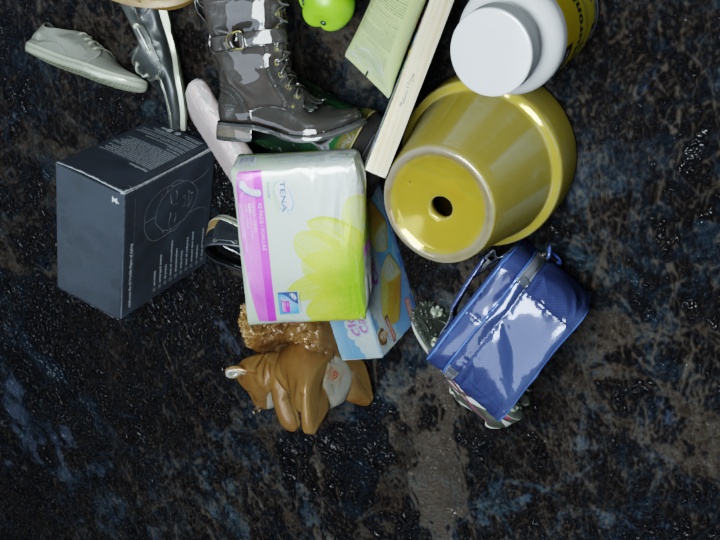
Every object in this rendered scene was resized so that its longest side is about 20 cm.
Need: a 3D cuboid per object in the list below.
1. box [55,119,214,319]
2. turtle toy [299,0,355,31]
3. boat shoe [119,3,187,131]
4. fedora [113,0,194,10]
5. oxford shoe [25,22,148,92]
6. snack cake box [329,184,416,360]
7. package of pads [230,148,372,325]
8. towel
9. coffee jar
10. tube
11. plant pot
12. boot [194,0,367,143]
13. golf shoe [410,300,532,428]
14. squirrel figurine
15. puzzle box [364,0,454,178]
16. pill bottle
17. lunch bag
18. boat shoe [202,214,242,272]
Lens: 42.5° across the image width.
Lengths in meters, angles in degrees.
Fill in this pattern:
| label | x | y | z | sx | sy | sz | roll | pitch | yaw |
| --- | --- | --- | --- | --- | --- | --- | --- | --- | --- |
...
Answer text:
| label | x | y | z | sx | sy | sz | roll | pitch | yaw |
| --- | --- | --- | --- | --- | --- | --- | --- | --- | --- |
| box | -0.313 | -0.075 | 1.294 | 0.123 | 0.197 | 0.202 | 22 | 123 | 18 |
| turtle toy | 0.005 | -0.352 | 1.024 | 0.146 | 0.101 | 0.200 | 45 | 128 | 3 |
| boat shoe | -0.273 | -0.283 | 1.232 | 0.067 | 0.072 | 0.203 | -14 | 105 | -5 |
| fedora | -0.251 | -0.386 | 1.147 | 0.199 | 0.202 | 0.082 | 31 | 162 | 13 |
| oxford shoe | -0.384 | -0.302 | 1.306 | 0.198 | 0.075 | 0.058 | 24 | 88 | 16 |
| snack cake box | 0.000 | 0.000 | 1.201 | 0.066 | 0.115 | 0.203 | -6 | 112 | 31 |
| package of pads | -0.064 | -0.039 | 1.087 | 0.152 | 0.068 | 0.203 | -3 | 110 | 5 |
| towel | -0.161 | -0.143 | 1.203 | 0.032 | 0.191 | 0.201 | -34 | 95 | -8 |
| coffee jar | -0.051 | -0.174 | 1.149 | 0.198 | 0.085 | 0.105 | 29 | 87 | 15 |
| tube | 0.040 | -0.285 | 0.978 | 0.051 | 0.059 | 0.201 | 12 | 134 | -16 |
| plant pot | 0.121 | -0.105 | 1.031 | 0.198 | 0.189 | 0.203 | 14 | 122 | 23 |
| boot | -0.091 | -0.237 | 1.054 | 0.197 | 0.069 | 0.177 | 1 | 102 | 7 |
| golf shoe | 0.130 | 0.131 | 1.220 | 0.200 | 0.077 | 0.088 | 47 | 143 | 8 |
| squirrel figurine | -0.106 | 0.126 | 1.333 | 0.185 | 0.141 | 0.203 | 2 | 111 | 42 |
| puzzle box | 0.051 | -0.202 | 1.012 | 0.025 | 0.133 | 0.202 | 21 | 98 | -2 |
| pill bottle | 0.163 | -0.241 | 0.927 | 0.110 | 0.200 | 0.113 | 14 | 121 | 24 |
| lunch bag | 0.174 | 0.056 | 1.100 | 0.132 | 0.136 | 0.201 | 37 | 107 | 7 |
| boat shoe | -0.131 | -0.009 | 1.290 | 0.198 | 0.063 | 0.075 | 26 | 140 | 1 |
